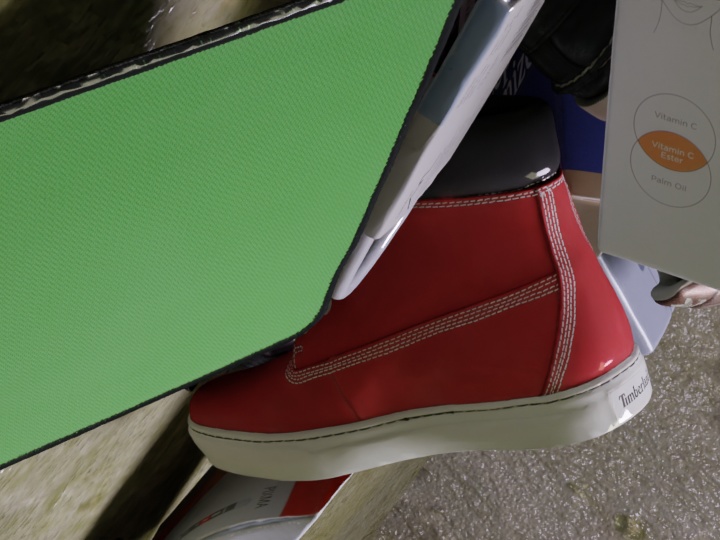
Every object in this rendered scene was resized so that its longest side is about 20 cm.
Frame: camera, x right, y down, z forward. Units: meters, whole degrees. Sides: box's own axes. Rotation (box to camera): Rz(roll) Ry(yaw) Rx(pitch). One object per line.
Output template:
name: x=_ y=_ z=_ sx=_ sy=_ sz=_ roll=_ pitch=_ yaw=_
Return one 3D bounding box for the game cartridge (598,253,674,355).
game cartridge: x=0.123 y=-0.056 z=0.956 sx=0.041 sy=0.133 sz=0.200 roll=-11 pitch=-144 yaw=25

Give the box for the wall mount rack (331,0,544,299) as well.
wall mount rack: x=-0.004 y=-0.062 z=0.568 sx=0.174 sy=0.074 sz=0.200 roll=-50 pitch=172 yaw=-47

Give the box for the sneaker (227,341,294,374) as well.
sneaker: x=0.000 y=0.018 z=0.922 sx=0.200 sy=0.076 sz=0.115 roll=-33 pitch=180 yaw=-34

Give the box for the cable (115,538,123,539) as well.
cable: x=-0.134 y=0.169 z=0.847 sx=0.097 sy=0.050 sz=0.200 roll=-56 pitch=172 yaw=0

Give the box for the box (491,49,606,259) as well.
box: x=0.075 y=-0.084 z=0.804 sx=0.121 sy=0.032 sz=0.200 roll=115 pitch=-20 yaw=-58

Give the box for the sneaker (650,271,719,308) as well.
sneaker: x=0.130 y=-0.079 z=0.870 sx=0.075 sy=0.200 sz=0.070 roll=-27 pitch=-178 yaw=-39

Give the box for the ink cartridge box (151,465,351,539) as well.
ink cartridge box: x=-0.044 y=0.100 z=0.942 sx=0.200 sy=0.050 sz=0.162 roll=-53 pitch=-178 yaw=17

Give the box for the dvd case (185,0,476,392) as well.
dvd case: x=-0.015 y=-0.048 z=0.741 sx=0.200 sy=0.016 sz=0.149 roll=-51 pitch=170 yaw=-11

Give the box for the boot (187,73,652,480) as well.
boot: x=0.000 y=0.000 z=0.736 sx=0.200 sy=0.145 sz=0.072 roll=-13 pitch=-165 yaw=35

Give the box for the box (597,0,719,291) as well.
box: x=0.153 y=-0.090 z=0.591 sx=0.097 sy=0.124 sz=0.200 roll=-47 pitch=148 yaw=-42

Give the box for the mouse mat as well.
mouse mat: x=-0.057 y=-0.003 z=0.507 sx=0.161 sy=0.008 sz=0.200 roll=-23 pitch=160 yaw=-25

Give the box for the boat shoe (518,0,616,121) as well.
boat shoe: x=0.089 y=-0.153 z=0.704 sx=0.074 sy=0.066 sz=0.200 roll=-24 pitch=-135 yaw=62
